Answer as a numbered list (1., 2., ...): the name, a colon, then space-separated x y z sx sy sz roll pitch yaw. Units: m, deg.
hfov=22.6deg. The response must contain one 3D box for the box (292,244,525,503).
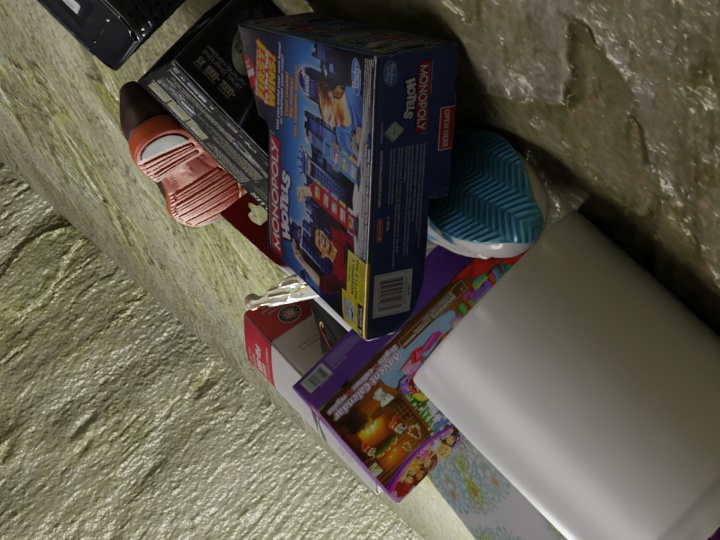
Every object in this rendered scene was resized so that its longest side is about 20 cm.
1. box: 0.060 0.062 1.338 0.039 0.200 0.137 39 171 45

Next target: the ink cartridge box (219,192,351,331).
1. ink cartridge box: -0.018 -0.011 1.585 0.200 0.057 0.163 47 -164 -2

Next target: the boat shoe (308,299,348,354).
1. boat shoe: -0.012 0.057 1.615 0.074 0.063 0.201 12 -145 -53

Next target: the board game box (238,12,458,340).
1. board game box: -0.015 -0.089 1.208 0.200 0.062 0.200 44 139 50

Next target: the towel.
1. towel: 0.127 0.177 1.535 0.200 0.048 0.171 52 151 24

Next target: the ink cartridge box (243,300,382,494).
1. ink cartridge box: 0.007 0.089 1.693 0.200 0.147 0.083 45 154 28

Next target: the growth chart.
1. growth chart: 0.000 0.000 1.396 0.200 0.144 0.018 -27 72 61

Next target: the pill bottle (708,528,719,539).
1. pill bottle: 0.241 0.177 1.332 0.200 0.112 0.112 34 174 -25

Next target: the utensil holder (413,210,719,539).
1. utensil holder: 0.158 0.084 1.167 0.200 0.170 0.170 44 169 6

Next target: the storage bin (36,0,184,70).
1. storage bin: -0.198 -0.242 1.384 0.135 0.094 0.200 44 168 -9

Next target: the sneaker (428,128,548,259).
1. sneaker: 0.080 -0.047 1.219 0.081 0.077 0.200 37 178 -25

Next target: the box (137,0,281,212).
1. box: -0.064 -0.114 1.410 0.200 0.086 0.164 45 169 -11

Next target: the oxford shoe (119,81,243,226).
1. oxford shoe: -0.155 -0.101 1.563 0.073 0.071 0.200 61 179 26
